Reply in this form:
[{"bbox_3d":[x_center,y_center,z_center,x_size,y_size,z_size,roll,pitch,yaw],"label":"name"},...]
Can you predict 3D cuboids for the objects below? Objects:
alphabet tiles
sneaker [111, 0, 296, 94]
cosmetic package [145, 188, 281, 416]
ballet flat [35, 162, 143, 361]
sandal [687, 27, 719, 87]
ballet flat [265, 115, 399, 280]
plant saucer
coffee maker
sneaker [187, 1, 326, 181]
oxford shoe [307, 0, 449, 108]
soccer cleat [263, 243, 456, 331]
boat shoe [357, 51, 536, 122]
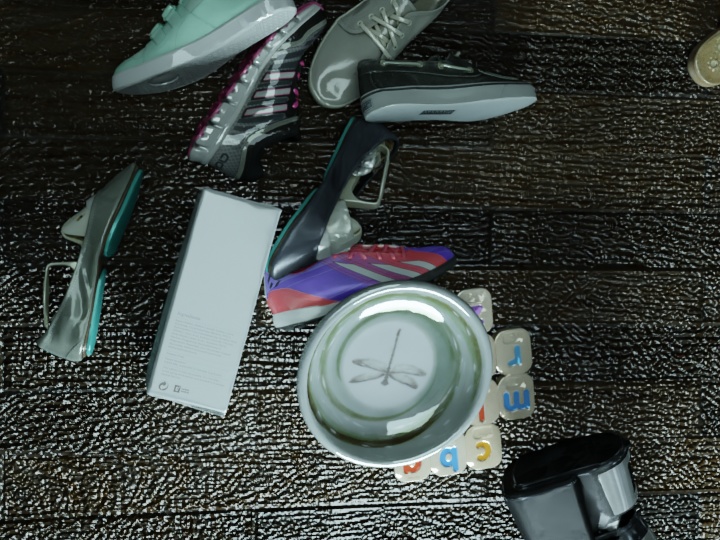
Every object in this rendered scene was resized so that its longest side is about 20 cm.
[{"bbox_3d":[0.085,0.119,1.148,0.199,0.015,0.196,-8,99,-12],"label":"alphabet tiles"},{"bbox_3d":[-0.167,-0.252,1.045,0.200,0.074,0.118,-26,85,18],"label":"sneaker"},{"bbox_3d":[-0.144,0.026,1.053,0.081,0.113,0.201,17,90,-11],"label":"cosmetic package"},{"bbox_3d":[-0.265,-0.014,1.050,0.064,0.067,0.201,16,88,-5],"label":"ballet flat"},{"bbox_3d":[0.452,-0.279,1.188,0.212,0.070,0.078,-43,99,-8],"label":"sandal"},{"bbox_3d":[-0.019,-0.067,1.074,0.073,0.073,0.200,34,67,-11],"label":"ballet flat"},{"bbox_3d":[0.031,0.097,1.089,0.199,0.050,0.201,-5,111,-13],"label":"plant saucer"},{"bbox_3d":[0.218,0.291,1.125,0.192,0.135,0.200,-25,96,-9],"label":"coffee maker"},{"bbox_3d":[-0.085,-0.171,1.081,0.087,0.074,0.200,36,83,-18],"label":"sneaker"},{"bbox_3d":[0.023,-0.246,1.107,0.200,0.058,0.075,-45,103,-5],"label":"oxford shoe"},{"bbox_3d":[0.000,0.000,1.107,0.199,0.068,0.073,-18,91,-8],"label":"soccer cleat"},{"bbox_3d":[0.090,-0.190,1.105,0.199,0.071,0.064,-5,80,-28],"label":"boat shoe"}]
